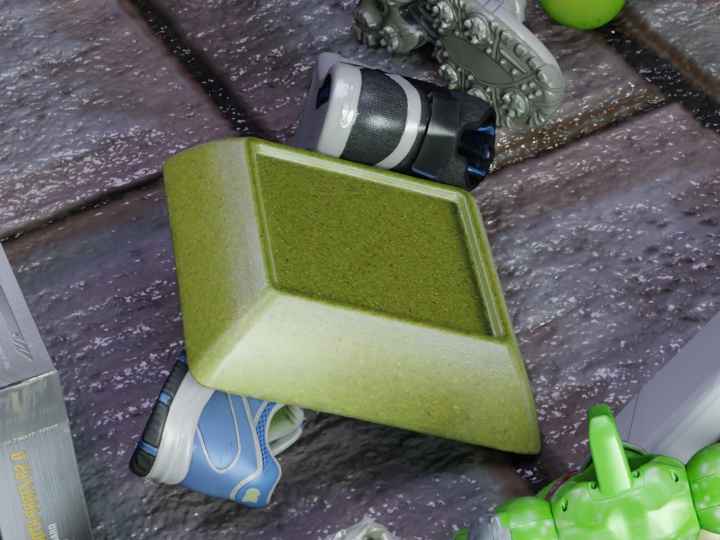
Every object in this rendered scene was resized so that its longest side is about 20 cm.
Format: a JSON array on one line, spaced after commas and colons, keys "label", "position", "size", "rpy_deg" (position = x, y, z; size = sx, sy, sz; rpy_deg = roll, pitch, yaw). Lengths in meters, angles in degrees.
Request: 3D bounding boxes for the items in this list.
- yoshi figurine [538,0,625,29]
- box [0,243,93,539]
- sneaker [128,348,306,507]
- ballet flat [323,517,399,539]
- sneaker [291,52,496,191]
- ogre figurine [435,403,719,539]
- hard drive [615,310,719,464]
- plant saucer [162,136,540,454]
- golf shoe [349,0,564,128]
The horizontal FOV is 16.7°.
[{"label": "yoshi figurine", "position": [0.144, -0.222, 1.633], "size": [0.112, 0.113, 0.200], "rpy_deg": [37, 26, -9]}, {"label": "box", "position": [-0.190, 0.060, 1.263], "size": [0.048, 0.159, 0.200], "rpy_deg": [-18, 40, -13]}, {"label": "sneaker", "position": [-0.059, 0.057, 1.329], "size": [0.077, 0.076, 0.200], "rpy_deg": [26, 41, -1]}, {"label": "ballet flat", "position": [0.004, 0.189, 1.131], "size": [0.071, 0.072, 0.201], "rpy_deg": [-10, 39, -3]}, {"label": "sneaker", "position": [0.022, -0.080, 1.456], "size": [0.111, 0.074, 0.200], "rpy_deg": [15, 5, -7]}, {"label": "ogre figurine", "position": [0.117, 0.111, 1.102], "size": [0.199, 0.120, 0.099], "rpy_deg": [3, 83, 9]}, {"label": "hard drive", "position": [0.196, 0.030, 1.204], "size": [0.027, 0.200, 0.132], "rpy_deg": [42, 18, -2]}, {"label": "plant saucer", "position": [0.000, 0.000, 1.326], "size": [0.198, 0.048, 0.201], "rpy_deg": [13, 34, -19]}, {"label": "golf shoe", "position": [0.080, -0.161, 1.564], "size": [0.097, 0.079, 0.200], "rpy_deg": [-23, 42, -28]}]
